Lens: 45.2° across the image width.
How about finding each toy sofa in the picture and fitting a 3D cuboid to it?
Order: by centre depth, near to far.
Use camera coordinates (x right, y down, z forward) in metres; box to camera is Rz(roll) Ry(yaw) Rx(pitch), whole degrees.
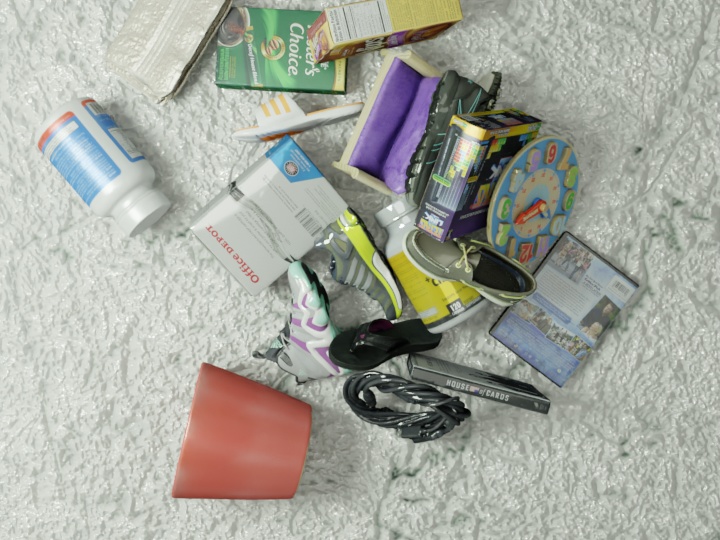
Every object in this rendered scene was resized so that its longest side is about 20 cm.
[{"bbox_3d":[0.049,-0.217,1.273,0.083,0.097,0.201,22,93,-44],"label":"toy sofa"}]

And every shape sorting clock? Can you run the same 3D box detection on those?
[{"bbox_3d":[0.256,-0.098,1.259,0.039,0.200,0.200,34,94,40],"label":"shape sorting clock"}]

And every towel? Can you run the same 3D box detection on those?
[{"bbox_3d":[-0.292,-0.360,1.300,0.132,0.034,0.200,35,98,13],"label":"towel"}]

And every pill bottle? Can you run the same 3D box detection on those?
[{"bbox_3d":[0.103,-0.016,1.289,0.112,0.112,0.200,-31,92,2],"label":"pill bottle"},{"bbox_3d":[-0.380,-0.150,1.294,0.112,0.112,0.200,-40,90,3],"label":"pill bottle"}]

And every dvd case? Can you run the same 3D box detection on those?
[{"bbox_3d":[0.168,0.164,1.276,0.199,0.150,0.025,14,92,1],"label":"dvd case"},{"bbox_3d":[0.312,0.060,1.334,0.143,0.018,0.200,37,94,0],"label":"dvd case"}]

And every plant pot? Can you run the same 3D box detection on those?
[{"bbox_3d":[-0.172,0.251,1.280,0.177,0.200,0.201,13,93,-9],"label":"plant pot"}]

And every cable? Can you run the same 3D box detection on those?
[{"bbox_3d":[0.067,0.191,1.260,0.163,0.200,0.051,36,60,-18],"label":"cable"}]

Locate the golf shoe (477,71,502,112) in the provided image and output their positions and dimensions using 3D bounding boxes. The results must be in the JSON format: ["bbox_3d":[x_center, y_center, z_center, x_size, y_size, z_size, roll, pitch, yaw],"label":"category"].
[{"bbox_3d":[0.140,-0.223,1.300,0.088,0.077,0.200,33,89,12],"label":"golf shoe"}]

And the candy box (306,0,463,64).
[{"bbox_3d":[0.033,-0.354,1.246,0.199,0.117,0.057,-14,94,-15],"label":"candy box"}]

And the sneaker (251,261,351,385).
[{"bbox_3d":[-0.105,0.092,1.299,0.139,0.078,0.201,-20,112,8],"label":"sneaker"}]

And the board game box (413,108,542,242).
[{"bbox_3d":[0.168,-0.138,1.215,0.057,0.200,0.166,29,117,25],"label":"board game box"}]

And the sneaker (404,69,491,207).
[{"bbox_3d":[0.122,-0.180,1.225,0.079,0.075,0.201,20,92,-10],"label":"sneaker"}]

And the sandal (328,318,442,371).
[{"bbox_3d":[0.037,0.095,1.276,0.075,0.200,0.048,45,133,36],"label":"sandal"}]

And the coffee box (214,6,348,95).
[{"bbox_3d":[-0.117,-0.334,1.313,0.199,0.044,0.124,5,91,1],"label":"coffee box"}]

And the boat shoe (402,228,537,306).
[{"bbox_3d":[0.155,-0.011,1.214,0.201,0.060,0.072,25,71,-16],"label":"boat shoe"}]

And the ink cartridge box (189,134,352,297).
[{"bbox_3d":[-0.135,-0.082,1.290,0.200,0.084,0.145,-40,107,2],"label":"ink cartridge box"}]

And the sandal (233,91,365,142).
[{"bbox_3d":[-0.095,-0.241,1.306,0.206,0.079,0.059,-15,91,-7],"label":"sandal"}]

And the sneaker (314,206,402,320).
[{"bbox_3d":[0.000,0.000,1.291,0.081,0.074,0.200,-28,118,7],"label":"sneaker"}]
